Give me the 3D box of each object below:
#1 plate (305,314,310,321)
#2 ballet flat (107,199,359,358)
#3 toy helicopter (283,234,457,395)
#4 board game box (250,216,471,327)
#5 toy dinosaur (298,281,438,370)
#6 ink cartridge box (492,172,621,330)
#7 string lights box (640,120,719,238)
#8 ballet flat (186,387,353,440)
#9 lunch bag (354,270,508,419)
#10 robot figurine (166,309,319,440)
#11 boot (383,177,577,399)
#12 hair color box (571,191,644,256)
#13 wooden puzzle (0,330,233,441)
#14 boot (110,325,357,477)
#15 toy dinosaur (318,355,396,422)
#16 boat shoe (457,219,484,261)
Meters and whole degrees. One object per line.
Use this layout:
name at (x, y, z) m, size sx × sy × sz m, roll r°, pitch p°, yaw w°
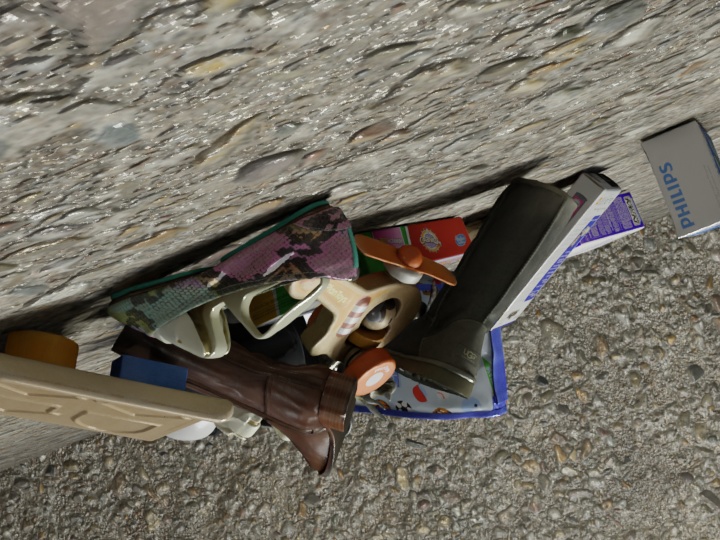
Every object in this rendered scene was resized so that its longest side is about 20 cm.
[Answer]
plate at (-0.132, 0.073, 1.293) m, size 0.199 × 0.032 × 0.200 m, roll -20°, pitch 175°, yaw 6°
ballet flat at (-0.089, 0.018, 0.708) m, size 0.200 × 0.071 × 0.069 m, roll -22°, pitch 175°, yaw 22°
toy helicopter at (-0.001, 0.018, 0.835) m, size 0.132 × 0.079 × 0.200 m, roll -40°, pitch 152°, yaw 6°
board game box at (0.000, 0.000, 1.016) m, size 0.153 × 0.040 × 0.200 m, roll -24°, pitch 174°, yaw 33°
toy dinosaur at (0.020, 0.055, 1.057) m, size 0.200 × 0.077 × 0.102 m, roll -4°, pitch 149°, yaw -33°
ink cartridge box at (0.208, -0.021, 1.141) m, size 0.200 × 0.037 × 0.095 m, roll -56°, pitch 162°, yaw 18°
string lights box at (0.349, -0.091, 1.074) m, size 0.059 × 0.103 × 0.200 m, roll -22°, pitch 175°, yaw 22°
ballet flat at (-0.088, 0.125, 0.954) m, size 0.200 × 0.073 × 0.073 m, roll 15°, pitch 154°, yaw -33°
lunch bag at (0.084, 0.086, 1.233) m, size 0.200 × 0.171 × 0.124 m, roll -1°, pitch -169°, yaw 39°
robot figurine at (-0.139, 0.098, 1.059) m, size 0.200 × 0.125 × 0.151 m, roll -16°, pitch 136°, yaw -43°
boot at (0.095, 0.010, 0.939) m, size 0.072 × 0.200 × 0.182 m, roll 28°, pitch 171°, yaw -30°
hair color box at (0.311, -0.058, 1.477) m, size 0.109 × 0.065 × 0.200 m, roll -26°, pitch 171°, yaw 40°
wooden puzzle at (-0.217, 0.090, 0.796) m, size 0.185 × 0.046 × 0.200 m, roll 17°, pitch 160°, yaw -28°
boot at (-0.105, 0.099, 0.868) m, size 0.199 × 0.064 × 0.187 m, roll 17°, pitch 149°, yaw 4°
toy dinosaur at (-0.051, 0.129, 1.149) m, size 0.077 × 0.103 × 0.200 m, roll 35°, pitch 138°, yaw -31°
boat shoe at (0.151, -0.033, 1.186) m, size 0.064 × 0.071 × 0.200 m, roll 15°, pitch -177°, yaw 17°
